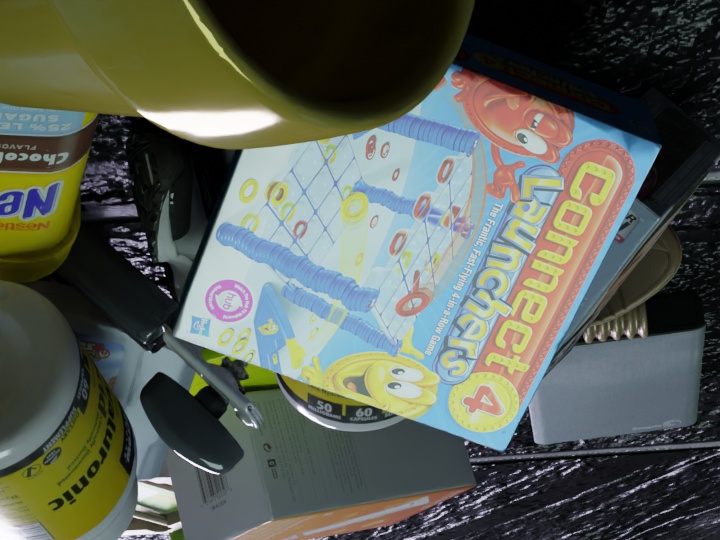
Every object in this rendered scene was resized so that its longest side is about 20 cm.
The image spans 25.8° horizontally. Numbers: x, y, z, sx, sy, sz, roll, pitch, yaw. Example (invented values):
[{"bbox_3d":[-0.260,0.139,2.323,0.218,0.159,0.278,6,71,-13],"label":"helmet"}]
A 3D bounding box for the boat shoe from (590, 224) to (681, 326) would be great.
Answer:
[{"bbox_3d":[0.130,0.007,1.069,0.199,0.072,0.064,-23,-177,30],"label":"boat shoe"}]

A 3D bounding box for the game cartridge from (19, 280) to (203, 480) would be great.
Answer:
[{"bbox_3d":[-0.209,0.069,1.016,0.199,0.042,0.134,10,129,-18],"label":"game cartridge"}]

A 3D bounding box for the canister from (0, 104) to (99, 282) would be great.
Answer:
[{"bbox_3d":[-0.208,-0.079,0.812,0.147,0.087,0.200,4,150,-17],"label":"canister"}]

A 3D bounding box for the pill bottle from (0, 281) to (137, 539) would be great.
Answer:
[{"bbox_3d":[-0.194,0.098,0.915,0.110,0.112,0.200,-7,151,4],"label":"pill bottle"}]

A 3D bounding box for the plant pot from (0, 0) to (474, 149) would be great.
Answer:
[{"bbox_3d":[-0.083,-0.142,0.613,0.188,0.202,0.200,-5,158,38],"label":"plant pot"}]

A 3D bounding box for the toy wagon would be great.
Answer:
[{"bbox_3d":[-0.170,0.197,1.407,0.199,0.040,0.155,-25,147,32],"label":"toy wagon"}]

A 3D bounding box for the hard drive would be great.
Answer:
[{"bbox_3d":[0.200,0.083,1.250,0.138,0.033,0.200,-8,153,6],"label":"hard drive"}]

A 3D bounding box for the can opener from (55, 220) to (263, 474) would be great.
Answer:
[{"bbox_3d":[-0.136,0.035,0.948,0.066,0.200,0.053,-43,170,-13],"label":"can opener"}]

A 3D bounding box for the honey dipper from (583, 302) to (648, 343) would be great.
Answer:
[{"bbox_3d":[0.110,0.039,1.154,0.198,0.038,0.038,-5,153,9],"label":"honey dipper"}]

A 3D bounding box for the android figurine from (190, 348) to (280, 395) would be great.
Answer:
[{"bbox_3d":[-0.082,0.058,1.121,0.199,0.041,0.182,-18,160,2],"label":"android figurine"}]

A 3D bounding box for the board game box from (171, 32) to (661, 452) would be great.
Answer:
[{"bbox_3d":[0.025,-0.026,0.824,0.195,0.056,0.201,19,116,-8],"label":"board game box"}]

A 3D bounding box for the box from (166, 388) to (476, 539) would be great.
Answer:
[{"bbox_3d":[-0.031,0.150,1.219,0.199,0.098,0.124,-3,160,-38],"label":"box"}]

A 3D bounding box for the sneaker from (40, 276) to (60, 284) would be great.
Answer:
[{"bbox_3d":[-0.264,0.070,1.098,0.199,0.081,0.075,-20,152,26],"label":"sneaker"}]

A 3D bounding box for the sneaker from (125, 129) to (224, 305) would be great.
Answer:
[{"bbox_3d":[-0.092,-0.033,0.949,0.079,0.074,0.200,-15,159,0],"label":"sneaker"}]

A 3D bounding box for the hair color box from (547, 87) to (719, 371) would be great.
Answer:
[{"bbox_3d":[0.128,-0.005,0.942,0.099,0.061,0.200,-40,166,-45],"label":"hair color box"}]

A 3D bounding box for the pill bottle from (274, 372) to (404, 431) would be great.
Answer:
[{"bbox_3d":[0.000,0.000,0.956,0.110,0.112,0.201,-3,140,-4],"label":"pill bottle"}]
